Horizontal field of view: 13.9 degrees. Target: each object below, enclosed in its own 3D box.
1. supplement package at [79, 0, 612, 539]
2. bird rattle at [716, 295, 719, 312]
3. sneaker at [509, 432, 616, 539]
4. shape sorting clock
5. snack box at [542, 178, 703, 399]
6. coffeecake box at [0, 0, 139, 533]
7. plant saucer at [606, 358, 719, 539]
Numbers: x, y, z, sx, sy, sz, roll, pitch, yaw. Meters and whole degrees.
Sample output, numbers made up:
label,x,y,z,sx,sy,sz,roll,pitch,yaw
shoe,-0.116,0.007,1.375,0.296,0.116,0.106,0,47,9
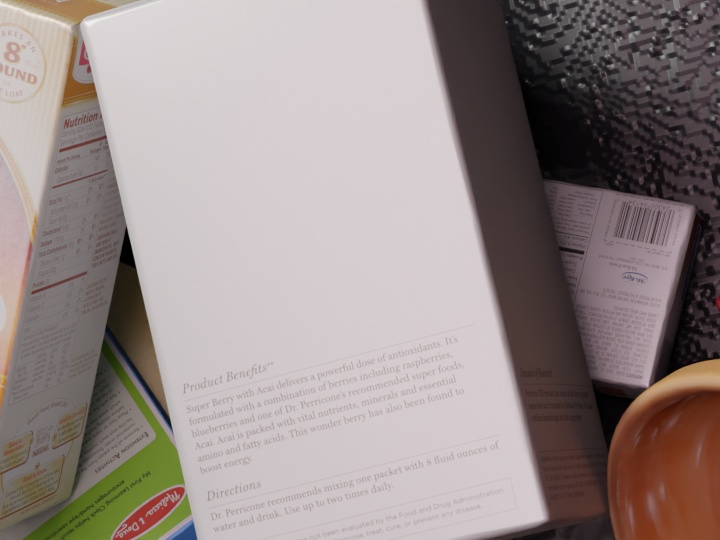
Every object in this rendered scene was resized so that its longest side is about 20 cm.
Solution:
label,x,y,z,sx,sy,sz,roll,pitch,yaw
supplement package,0.000,0.000,1.003,0.121,0.120,0.201,-14,83,16
bird rattle,0.202,0.063,0.979,0.200,0.163,0.113,43,79,11
sneaker,0.060,0.090,1.074,0.104,0.060,0.200,-46,76,10
shape sorting clock,-0.134,0.088,1.151,0.199,0.039,0.201,-5,71,14
snack box,0.024,-0.005,1.110,0.199,0.024,0.072,11,78,20
coffeecake box,-0.169,-0.024,1.088,0.153,0.073,0.201,20,110,21
plant saucer,0.165,0.107,0.948,0.200,0.200,0.037,40,61,20
